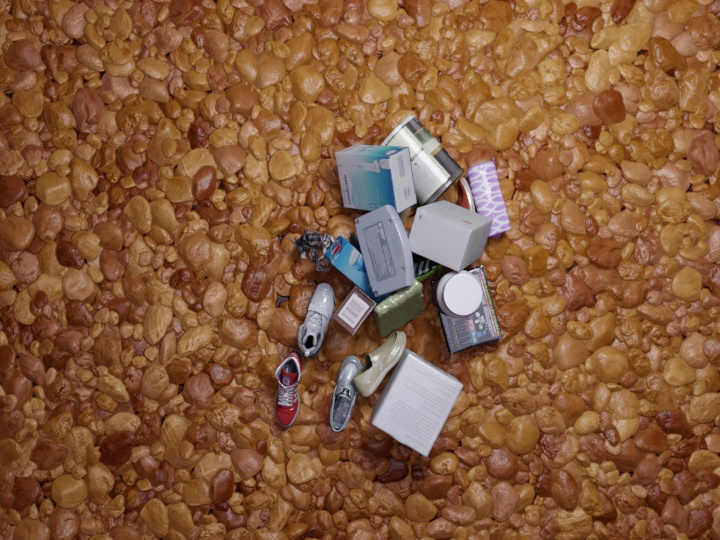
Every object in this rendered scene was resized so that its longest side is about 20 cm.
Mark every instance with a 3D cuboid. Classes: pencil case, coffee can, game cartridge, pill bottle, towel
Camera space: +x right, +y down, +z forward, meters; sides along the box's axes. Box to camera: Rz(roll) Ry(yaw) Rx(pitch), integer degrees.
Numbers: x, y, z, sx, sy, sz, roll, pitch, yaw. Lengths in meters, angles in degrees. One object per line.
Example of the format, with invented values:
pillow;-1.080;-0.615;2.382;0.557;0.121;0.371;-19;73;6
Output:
pencil case;0.340;-0.189;1.736;0.081;0.085;0.206;-14;88;-4
coffee can;0.156;-0.282;1.708;0.146;0.146;0.200;-43;89;0
game cartridge;0.062;-0.049;1.605;0.131;0.040;0.206;-19;84;43
pill bottle;0.239;0.058;1.610;0.112;0.200;0.120;0;88;0
towel;0.099;0.100;1.680;0.146;0.201;0.037;-33;68;-6

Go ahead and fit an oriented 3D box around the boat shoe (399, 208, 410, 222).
boat shoe;0.063;-0.123;1.746;0.071;0.065;0.203;29;93;-31

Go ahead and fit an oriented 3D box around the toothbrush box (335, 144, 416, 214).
toothbrush box;0.037;-0.235;1.663;0.084;0.197;0.150;-29;117;-39

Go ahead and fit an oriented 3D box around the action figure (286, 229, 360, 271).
action figure;-0.098;-0.054;1.725;0.193;0.119;0.106;1;84;-5

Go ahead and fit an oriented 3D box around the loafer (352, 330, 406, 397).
loafer;0.050;0.236;1.717;0.068;0.075;0.202;39;74;-15

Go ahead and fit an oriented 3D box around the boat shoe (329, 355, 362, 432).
boat shoe;-0.038;0.331;1.734;0.068;0.072;0.207;13;89;1

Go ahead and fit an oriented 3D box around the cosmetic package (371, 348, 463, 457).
cosmetic package;0.142;0.335;1.686;0.165;0.166;0.204;30;88;1

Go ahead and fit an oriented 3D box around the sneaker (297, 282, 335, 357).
sneaker;-0.114;0.133;1.718;0.073;0.115;0.206;15;89;1

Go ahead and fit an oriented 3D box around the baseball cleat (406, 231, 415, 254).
baseball cleat;0.091;-0.060;1.712;0.195;0.070;0.109;20;106;-18

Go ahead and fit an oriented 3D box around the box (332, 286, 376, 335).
box;-0.015;0.101;1.676;0.074;0.200;0.101;38;90;0

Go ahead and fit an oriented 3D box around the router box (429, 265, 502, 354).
router box;0.281;0.104;1.741;0.146;0.062;0.206;-15;89;1

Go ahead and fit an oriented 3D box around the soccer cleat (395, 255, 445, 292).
soccer cleat;0.165;-0.013;1.746;0.197;0.068;0.082;-30;76;0

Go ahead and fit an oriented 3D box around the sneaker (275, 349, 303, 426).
sneaker;-0.192;0.315;1.716;0.069;0.112;0.207;7;89;1

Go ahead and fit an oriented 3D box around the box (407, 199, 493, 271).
box;0.225;-0.092;1.630;0.149;0.199;0.109;24;111;21

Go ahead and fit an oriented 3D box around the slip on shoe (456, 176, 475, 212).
slip on shoe;0.275;-0.147;1.745;0.059;0.074;0.207;-5;93;3

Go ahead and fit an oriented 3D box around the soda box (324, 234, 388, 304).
soda box;0.000;0.000;1.687;0.068;0.064;0.199;-48;123;2
